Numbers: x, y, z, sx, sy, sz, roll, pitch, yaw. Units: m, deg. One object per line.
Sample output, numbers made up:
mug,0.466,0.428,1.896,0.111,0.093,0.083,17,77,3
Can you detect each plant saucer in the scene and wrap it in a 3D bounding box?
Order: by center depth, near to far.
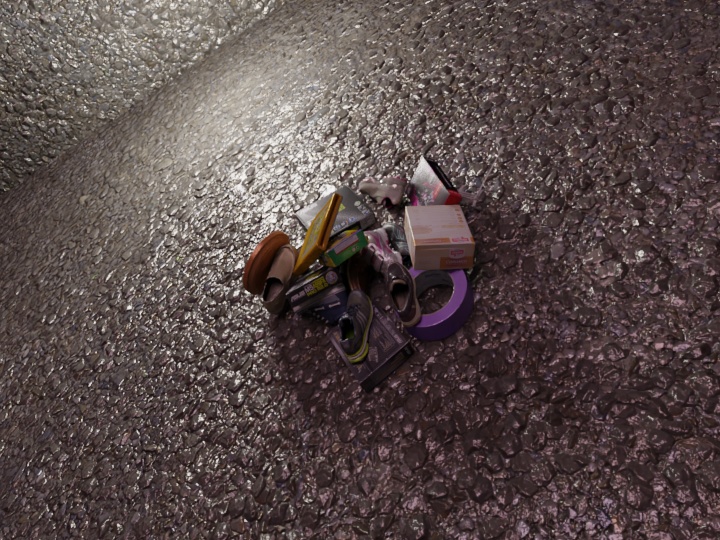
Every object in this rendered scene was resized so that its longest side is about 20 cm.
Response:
plant saucer,-0.268,-0.018,1.833,0.032,0.202,0.202,29,70,20

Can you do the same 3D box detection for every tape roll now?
tape roll,0.181,0.071,1.565,0.195,0.066,0.204,-18,46,19

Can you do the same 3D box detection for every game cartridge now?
game cartridge,-0.121,-0.097,1.731,0.199,0.032,0.180,-38,30,56

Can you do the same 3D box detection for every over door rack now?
over door rack,0.315,-0.277,1.758,0.146,0.066,0.205,21,87,42

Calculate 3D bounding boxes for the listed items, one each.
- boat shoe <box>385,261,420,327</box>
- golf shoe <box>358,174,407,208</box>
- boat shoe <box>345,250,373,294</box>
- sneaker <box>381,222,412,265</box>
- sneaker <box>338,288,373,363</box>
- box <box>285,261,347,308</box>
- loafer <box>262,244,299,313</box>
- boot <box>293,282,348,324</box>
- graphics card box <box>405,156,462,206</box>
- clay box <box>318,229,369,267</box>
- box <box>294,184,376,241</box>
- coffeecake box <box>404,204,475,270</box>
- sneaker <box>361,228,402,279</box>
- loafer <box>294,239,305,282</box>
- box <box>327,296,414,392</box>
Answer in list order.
boat shoe,0.099,0.045,1.544,0.070,0.065,0.203,-23,45,13
golf shoe,0.059,-0.234,1.893,0.197,0.074,0.095,3,86,52
boat shoe,0.000,0.000,1.733,0.066,0.073,0.204,-21,43,15
sneaker,0.115,-0.069,1.716,0.080,0.076,0.198,-49,45,-11
sneaker,-0.015,0.124,1.561,0.072,0.081,0.204,-15,47,19
box,-0.116,0.026,1.726,0.157,0.045,0.200,-28,8,9
loafer,-0.227,0.019,1.780,0.073,0.068,0.206,10,78,15
boot,-0.105,0.110,1.706,0.198,0.093,0.072,-26,-5,43
graphics card box,0.202,-0.213,1.756,0.127,0.050,0.202,-62,33,31
clay box,-0.057,-0.061,1.696,0.113,0.048,0.199,-34,11,-13
box,-0.078,-0.162,1.912,0.196,0.048,0.194,-29,45,-11
coffeecake box,0.197,-0.087,1.596,0.148,0.075,0.202,-2,33,-2
sneaker,0.048,-0.035,1.697,0.086,0.083,0.202,-2,39,-26
loafer,-0.198,-0.006,1.856,0.203,0.069,0.070,-57,16,-10
box,0.023,0.183,1.582,0.157,0.049,0.200,-40,43,-2
